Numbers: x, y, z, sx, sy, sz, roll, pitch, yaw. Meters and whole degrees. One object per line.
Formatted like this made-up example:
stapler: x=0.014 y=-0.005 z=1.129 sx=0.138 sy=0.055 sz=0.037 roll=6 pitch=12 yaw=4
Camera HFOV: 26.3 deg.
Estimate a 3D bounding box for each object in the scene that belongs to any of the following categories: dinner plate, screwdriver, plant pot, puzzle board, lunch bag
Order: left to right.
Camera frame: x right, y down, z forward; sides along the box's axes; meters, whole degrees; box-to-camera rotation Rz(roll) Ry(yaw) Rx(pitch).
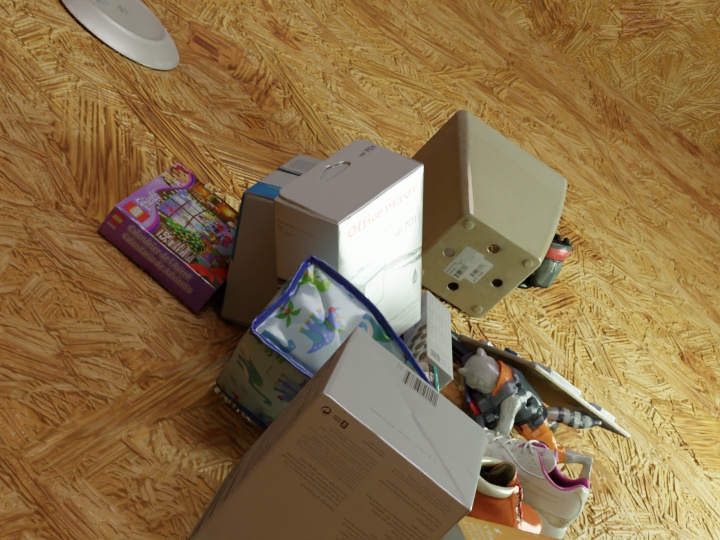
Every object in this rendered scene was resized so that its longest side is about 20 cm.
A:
dinner plate: x=-0.322 y=-0.344 z=2.068 sx=0.200 sy=0.024 sz=0.200 roll=33 pitch=22 yaw=-16
lunch bag: x=-0.022 y=0.111 z=1.451 sx=0.200 sy=0.170 sz=0.127 roll=38 pitch=63 yaw=-1
plant pot: x=0.152 y=-0.058 z=2.100 sx=0.200 sy=0.200 sz=0.177 roll=31 pitch=34 yaw=-22
screwdriver: x=0.179 y=0.137 z=1.966 sx=0.200 sy=0.029 sz=0.028 roll=34 pitch=22 yaw=-14
puzzle board: x=0.229 y=0.141 z=1.906 sx=0.200 sy=0.017 sz=0.151 roll=35 pitch=-10 yaw=-35

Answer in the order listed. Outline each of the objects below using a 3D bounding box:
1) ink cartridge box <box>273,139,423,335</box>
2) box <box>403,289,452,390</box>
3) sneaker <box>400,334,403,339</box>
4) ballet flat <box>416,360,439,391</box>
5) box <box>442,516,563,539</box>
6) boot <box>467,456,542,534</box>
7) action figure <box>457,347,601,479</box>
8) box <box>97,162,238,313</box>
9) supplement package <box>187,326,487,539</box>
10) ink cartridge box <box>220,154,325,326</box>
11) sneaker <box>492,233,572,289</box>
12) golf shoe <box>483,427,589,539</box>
ink cartridge box: x=-0.011 y=-0.010 z=1.565 sx=0.086 sy=0.200 sz=0.146 roll=26 pitch=43 yaw=29
box: x=0.073 y=0.079 z=1.677 sx=0.041 sy=0.039 sz=0.200 roll=43 pitch=16 yaw=-13
sneaker: x=0.053 y=0.103 z=1.774 sx=0.091 sy=0.066 sz=0.200 roll=52 pitch=27 yaw=20
ballet flat: x=0.049 y=0.162 z=1.576 sx=0.067 sy=0.200 sz=0.068 roll=-8 pitch=45 yaw=-1
box: x=0.146 y=0.320 z=1.451 sx=0.200 sy=0.097 sz=0.124 roll=21 pitch=29 yaw=-43
boot: x=0.143 y=0.245 z=1.586 sx=0.200 sy=0.107 sz=0.075 roll=17 pitch=30 yaw=-49
action figure: x=0.190 y=0.153 z=1.855 sx=0.193 sy=0.105 sz=0.200 roll=39 pitch=20 yaw=-29
box: x=-0.188 y=-0.039 z=1.672 sx=0.137 sy=0.039 sz=0.200 roll=39 pitch=21 yaw=-1
supplement package: x=-0.019 y=0.186 z=1.291 sx=0.152 sy=0.200 sz=0.151 roll=39 pitch=21 yaw=-4
ink cartridge box: x=-0.072 y=-0.032 z=1.681 sx=0.084 sy=0.145 sz=0.200 roll=14 pitch=19 yaw=10
sneaker: x=0.237 y=-0.027 z=2.332 sx=0.071 sy=0.098 sz=0.200 roll=9 pitch=12 yaw=-33
golf shoe: x=0.168 y=0.211 z=1.716 sx=0.200 sy=0.092 sz=0.075 roll=40 pitch=23 yaw=2
